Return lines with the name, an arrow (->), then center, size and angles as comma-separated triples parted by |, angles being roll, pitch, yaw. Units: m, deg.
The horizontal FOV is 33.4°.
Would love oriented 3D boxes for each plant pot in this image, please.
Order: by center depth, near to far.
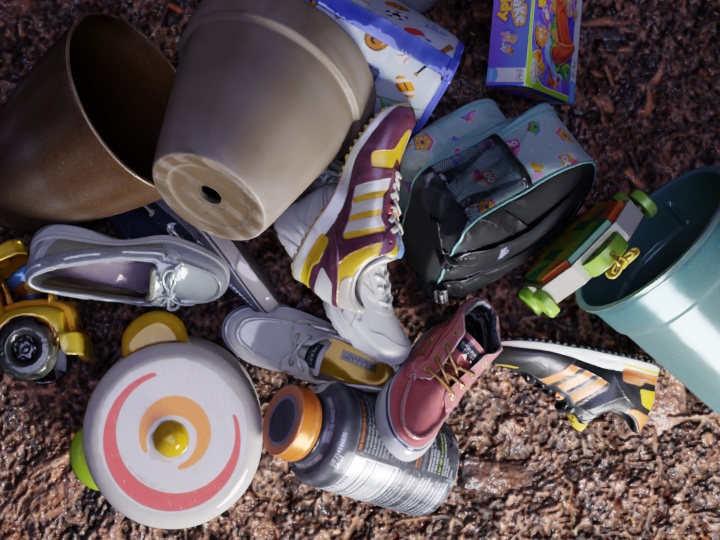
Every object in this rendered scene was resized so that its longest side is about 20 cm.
plant pot -> -0.106, -0.133, 1.120 | 0.198, 0.200, 0.175 | 29, 58, -5
plant pot -> -0.288, -0.121, 1.188 | 0.198, 0.187, 0.189 | -27, 94, 26
plant pot -> 0.362, 0.032, 1.249 | 0.196, 0.200, 0.201 | 43, 88, -12

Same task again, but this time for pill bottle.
pill bottle -> -0.002, 0.176, 1.218 | 0.198, 0.106, 0.108 | 24, 89, -34

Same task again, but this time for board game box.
board game box -> 0.186, -0.282, 1.246 | 0.044, 0.134, 0.204 | 6, 92, 31

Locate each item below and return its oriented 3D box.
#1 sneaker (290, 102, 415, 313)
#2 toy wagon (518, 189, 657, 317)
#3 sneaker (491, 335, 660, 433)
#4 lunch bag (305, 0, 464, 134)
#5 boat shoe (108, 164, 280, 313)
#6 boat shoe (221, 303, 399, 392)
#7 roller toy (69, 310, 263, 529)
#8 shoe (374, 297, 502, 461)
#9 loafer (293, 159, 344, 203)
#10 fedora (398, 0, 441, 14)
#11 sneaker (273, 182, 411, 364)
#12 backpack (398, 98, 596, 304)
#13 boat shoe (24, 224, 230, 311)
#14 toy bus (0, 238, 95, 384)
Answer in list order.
sneaker -> 0.017, -0.058, 1.146 | 0.089, 0.075, 0.202 | 31, 100, 17
toy wagon -> 0.233, -0.020, 1.223 | 0.040, 0.200, 0.155 | 45, 88, -2
sneaker -> 0.223, 0.124, 1.291 | 0.196, 0.070, 0.092 | 10, 88, -7
lunch bag -> 0.008, -0.219, 1.200 | 0.168, 0.200, 0.125 | 27, 89, -6
boat shoe -> -0.176, -0.014, 1.261 | 0.092, 0.075, 0.201 | -40, 86, 3
boat shoe -> -0.051, 0.086, 1.268 | 0.197, 0.070, 0.072 | 20, 90, -5
roller toy -> -0.187, 0.160, 1.224 | 0.180, 0.140, 0.202 | 27, 89, -5
shoe -> 0.082, 0.102, 1.209 | 0.071, 0.201, 0.091 | 42, 125, -6
loafer -> -0.088, -0.109, 1.260 | 0.196, 0.070, 0.071 | 13, 91, -5
fedora -> 0.048, -0.337, 1.238 | 0.090, 0.178, 0.200 | -38, 105, 27
sneaker -> 0.000, 0.000, 1.213 | 0.099, 0.078, 0.201 | -35, 91, 16
backpack -> 0.135, -0.081, 1.227 | 0.197, 0.177, 0.155 | -22, 64, -15
boat shoe -> -0.228, 0.006, 1.188 | 0.199, 0.065, 0.075 | 12, 128, -14
toy bus -> -0.380, 0.027, 1.217 | 0.196, 0.136, 0.196 | -8, 82, -6
